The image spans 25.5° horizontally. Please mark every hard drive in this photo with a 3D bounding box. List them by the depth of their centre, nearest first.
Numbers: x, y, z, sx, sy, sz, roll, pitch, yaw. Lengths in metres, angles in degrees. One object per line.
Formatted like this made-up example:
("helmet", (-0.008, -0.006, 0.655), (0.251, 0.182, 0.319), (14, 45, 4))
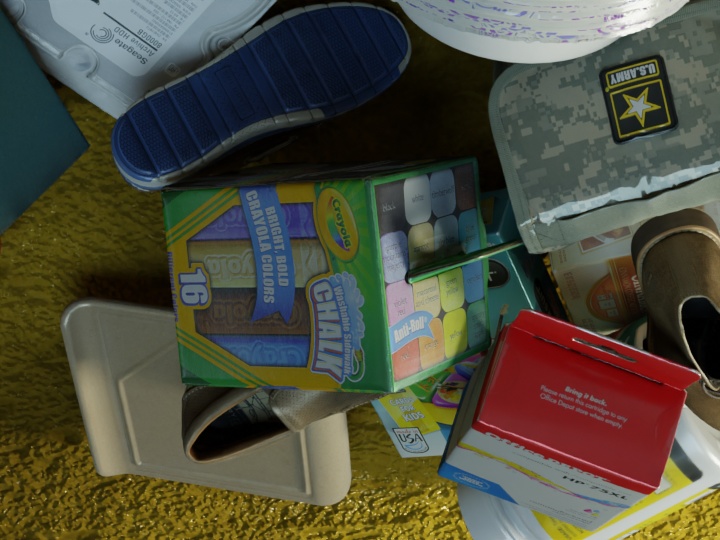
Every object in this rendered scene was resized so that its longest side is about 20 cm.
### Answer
("hard drive", (-0.126, -0.186, 0.966), (0.140, 0.038, 0.200), (35, 123, -25))

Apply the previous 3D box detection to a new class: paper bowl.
("paper bowl", (0.089, -0.188, 0.853), (0.200, 0.201, 0.105), (3, 133, -2))

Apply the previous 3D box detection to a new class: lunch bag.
("lunch bag", (0.163, -0.104, 0.924), (0.163, 0.200, 0.118), (-16, 129, 15))

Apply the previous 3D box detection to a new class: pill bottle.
("pill bottle", (0.178, 0.146, 1.193), (0.200, 0.114, 0.114), (-34, 122, 26))

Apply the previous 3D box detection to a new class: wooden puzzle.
("wooden puzzle", (-0.109, 0.094, 1.171), (0.199, 0.037, 0.185), (4, 133, 9))

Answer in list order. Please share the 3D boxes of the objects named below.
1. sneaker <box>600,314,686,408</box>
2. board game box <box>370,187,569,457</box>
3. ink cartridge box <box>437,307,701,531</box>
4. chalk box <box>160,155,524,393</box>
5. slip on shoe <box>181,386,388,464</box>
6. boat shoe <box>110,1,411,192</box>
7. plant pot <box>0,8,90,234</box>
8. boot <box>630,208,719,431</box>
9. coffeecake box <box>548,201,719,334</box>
("sneaker", (0.258, 0.054, 1.049), (0.199, 0.071, 0.093), (-4, 167, -4))
("board game box", (0.063, 0.043, 1.083), (0.151, 0.047, 0.200), (-7, 130, 27))
("ink cartridge box", (0.123, 0.096, 0.977), (0.116, 0.067, 0.200), (20, 161, 1))
("chalk box", (0.000, 0.000, 0.942), (0.199, 0.124, 0.124), (1, 100, 35))
("slip on shoe", (-0.041, 0.080, 1.074), (0.199, 0.061, 0.076), (-17, 126, 26))
("boat shoe", (-0.064, -0.109, 0.999), (0.199, 0.072, 0.072), (-23, 172, -10))
("plant pot", (-0.291, -0.114, 0.946), (0.141, 0.141, 0.200), (-6, 122, 33))
("boot", (0.211, 0.054, 0.952), (0.073, 0.076, 0.200), (-21, 137, 12))
("coffeecake box", (0.226, -0.027, 1.032), (0.199, 0.073, 0.154), (-12, 159, 11))
